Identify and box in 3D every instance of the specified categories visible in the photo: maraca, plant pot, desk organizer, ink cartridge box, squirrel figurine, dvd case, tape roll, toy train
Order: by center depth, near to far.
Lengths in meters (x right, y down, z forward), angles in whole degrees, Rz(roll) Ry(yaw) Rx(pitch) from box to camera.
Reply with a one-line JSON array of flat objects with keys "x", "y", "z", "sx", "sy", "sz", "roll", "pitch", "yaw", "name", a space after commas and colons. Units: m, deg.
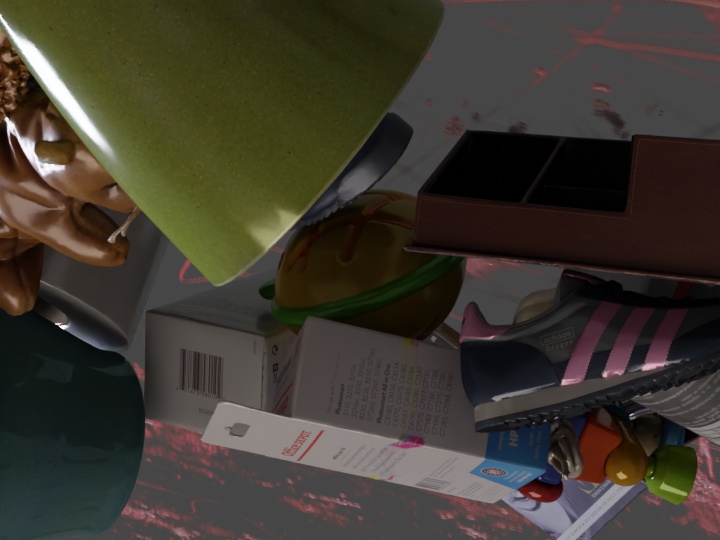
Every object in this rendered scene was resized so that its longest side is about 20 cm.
[{"x": -0.092, "y": -0.127, "z": 0.786, "sx": 0.200, "sy": 0.187, "sz": 0.187, "roll": 39, "pitch": 154, "yaw": -12, "name": "plant pot"}, {"x": 0.132, "y": -0.039, "z": 0.890, "sx": 0.199, "sy": 0.077, "sz": 0.072, "roll": 7, "pitch": -178, "yaw": 27, "name": "desk organizer"}, {"x": -0.194, "y": -0.089, "z": 0.918, "sx": 0.200, "sy": 0.142, "sz": 0.186, "roll": 50, "pitch": 157, "yaw": -14, "name": "squirrel figurine"}, {"x": 0.008, "y": 0.085, "z": 0.968, "sx": 0.199, "sy": 0.068, "sz": 0.115, "roll": 13, "pitch": 160, "yaw": -8, "name": "ink cartridge box"}, {"x": 0.163, "y": 0.119, "z": 0.995, "sx": 0.115, "sy": 0.085, "sz": 0.200, "roll": 19, "pitch": -169, "yaw": -6, "name": "toy train"}, {"x": 0.000, "y": 0.000, "z": 1.043, "sx": 0.200, "sy": 0.137, "sz": 0.107, "roll": -162, "pitch": 52, "yaw": -72, "name": "maraca"}, {"x": -0.257, "y": 0.109, "z": 1.064, "sx": 0.187, "sy": 0.201, "sz": 0.200, "roll": 14, "pitch": 165, "yaw": -36, "name": "plant pot"}, {"x": -0.235, "y": -0.041, "z": 1.115, "sx": 0.202, "sy": 0.140, "sz": 0.203, "roll": 17, "pitch": 162, "yaw": 6, "name": "tape roll"}, {"x": 0.116, "y": 0.132, "z": 1.213, "sx": 0.200, "sy": 0.016, "sz": 0.149, "roll": 35, "pitch": 147, "yaw": 5, "name": "dvd case"}]

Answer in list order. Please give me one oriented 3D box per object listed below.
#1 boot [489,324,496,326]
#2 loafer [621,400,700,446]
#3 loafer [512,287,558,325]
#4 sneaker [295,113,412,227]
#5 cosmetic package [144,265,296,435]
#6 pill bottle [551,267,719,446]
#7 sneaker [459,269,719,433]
[{"x": 0.170, "y": 0.106, "z": 1.249, "sx": 0.199, "sy": 0.076, "sz": 0.074, "roll": 13, "pitch": 157, "yaw": 9, "name": "boot"}, {"x": 0.213, "y": 0.115, "z": 1.161, "sx": 0.072, "sy": 0.063, "sz": 0.200, "roll": 19, "pitch": 137, "yaw": -24, "name": "loafer"}, {"x": 0.156, "y": 0.051, "z": 1.131, "sx": 0.075, "sy": 0.069, "sz": 0.200, "roll": 22, "pitch": 158, "yaw": -7, "name": "loafer"}, {"x": -0.056, "y": -0.073, "z": 0.986, "sx": 0.200, "sy": 0.070, "sz": 0.082, "roll": -17, "pitch": 120, "yaw": 45, "name": "sneaker"}, {"x": -0.059, "y": 0.055, "z": 1.153, "sx": 0.107, "sy": 0.085, "sz": 0.200, "roll": 10, "pitch": -166, "yaw": 30, "name": "cosmetic package"}, {"x": 0.230, "y": 0.048, "z": 1.000, "sx": 0.199, "sy": 0.116, "sz": 0.116, "roll": 27, "pitch": 157, "yaw": -24, "name": "pill bottle"}, {"x": 0.151, "y": 0.030, "z": 0.884, "sx": 0.199, "sy": 0.082, "sz": 0.070, "roll": -16, "pitch": 166, "yaw": 3, "name": "sneaker"}]
